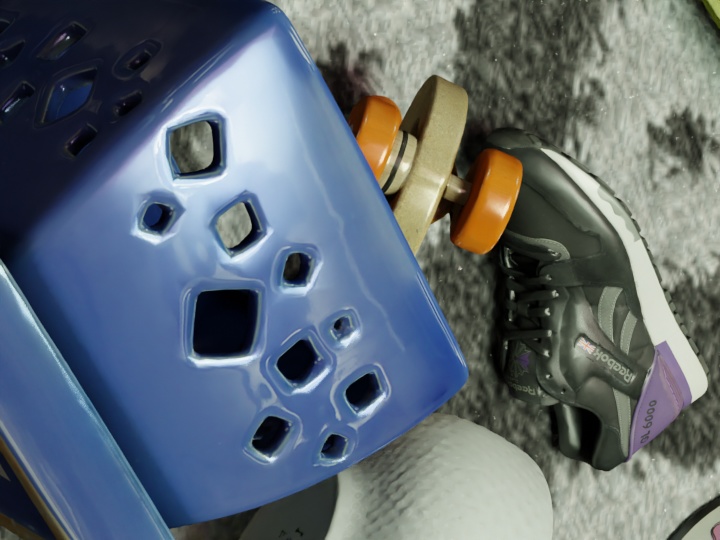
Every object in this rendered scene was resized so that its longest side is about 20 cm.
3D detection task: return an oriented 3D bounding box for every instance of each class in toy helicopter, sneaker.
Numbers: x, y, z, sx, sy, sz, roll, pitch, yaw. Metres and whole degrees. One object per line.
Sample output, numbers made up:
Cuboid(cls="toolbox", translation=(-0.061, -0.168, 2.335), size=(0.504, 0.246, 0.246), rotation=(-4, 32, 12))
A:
Cuboid(cls="toy helicopter", translation=(0.000, 0.000, 1.258), size=(0.078, 0.132, 0.201), rotation=(21, 109, -11))
Cuboid(cls="sneaker", translation=(0.104, 0.022, 1.357), size=(0.088, 0.076, 0.200), rotation=(-44, 123, -17))

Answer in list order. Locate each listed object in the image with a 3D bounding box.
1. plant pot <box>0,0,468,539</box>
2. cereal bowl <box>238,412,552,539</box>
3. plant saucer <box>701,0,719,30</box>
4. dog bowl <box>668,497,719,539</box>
Cuboid(cls="plant pot", translation=(-0.106, 0.005, 1.108), size=(0.180, 0.200, 0.201), rotation=(-40, 121, -19))
Cuboid(cls="cereal bowl", translation=(-0.006, 0.146, 1.217), size=(0.083, 0.200, 0.201), rotation=(34, 76, -21))
Cuboid(cls="plant saucer", translation=(0.260, -0.166, 1.462), size=(0.200, 0.048, 0.200), rotation=(-52, 125, -19))
Cuboid(cls="dog bowl", translation=(0.235, 0.227, 1.500), size=(0.199, 0.074, 0.202), rotation=(-8, 103, -37))
